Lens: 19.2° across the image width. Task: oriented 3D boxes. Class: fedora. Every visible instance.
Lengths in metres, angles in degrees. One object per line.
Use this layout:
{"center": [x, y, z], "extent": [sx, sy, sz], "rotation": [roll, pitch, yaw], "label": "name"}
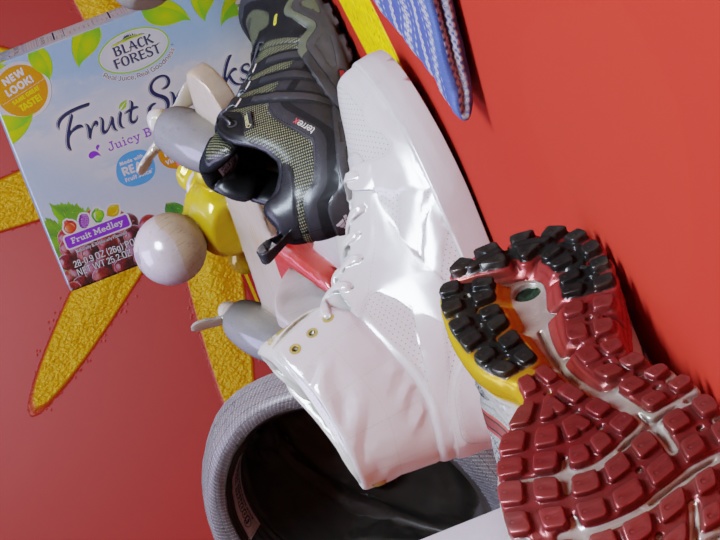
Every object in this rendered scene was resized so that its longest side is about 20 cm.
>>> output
{"center": [0.011, 0.123, 1.189], "extent": [0.200, 0.177, 0.090], "rotation": [30, -151, -2], "label": "fedora"}

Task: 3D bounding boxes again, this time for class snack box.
{"center": [-0.141, -0.102, 1.481], "extent": [0.068, 0.200, 0.169], "rotation": [-134, 24, -74], "label": "snack box"}

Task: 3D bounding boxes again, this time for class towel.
{"center": [-0.006, -0.164, 0.894], "extent": [0.200, 0.024, 0.145], "rotation": [-120, 10, -55], "label": "towel"}

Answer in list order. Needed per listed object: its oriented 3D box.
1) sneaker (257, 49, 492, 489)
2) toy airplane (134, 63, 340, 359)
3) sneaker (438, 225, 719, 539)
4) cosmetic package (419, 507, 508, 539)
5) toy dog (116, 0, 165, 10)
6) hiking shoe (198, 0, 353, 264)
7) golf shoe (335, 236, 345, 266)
{"center": [0.000, 0.000, 0.980], "extent": [0.074, 0.115, 0.200], "rotation": [80, 169, -71], "label": "sneaker"}
{"center": [-0.070, -0.021, 1.329], "extent": [0.199, 0.141, 0.200], "rotation": [141, 108, -83], "label": "toy airplane"}
{"center": [0.085, 0.067, 0.701], "extent": [0.200, 0.078, 0.082], "rotation": [-103, -7, -55], "label": "sneaker"}
{"center": [0.042, 0.252, 1.065], "extent": [0.123, 0.199, 0.200], "rotation": [-125, 15, -69], "label": "cosmetic package"}
{"center": [-0.130, -0.273, 1.315], "extent": [0.096, 0.132, 0.200], "rotation": [-16, 102, 46], "label": "toy dog"}
{"center": [-0.047, -0.089, 1.154], "extent": [0.200, 0.101, 0.076], "rotation": [-117, 9, -46], "label": "hiking shoe"}
{"center": [0.009, 0.056, 1.233], "extent": [0.077, 0.088, 0.200], "rotation": [-119, 11, -63], "label": "golf shoe"}
